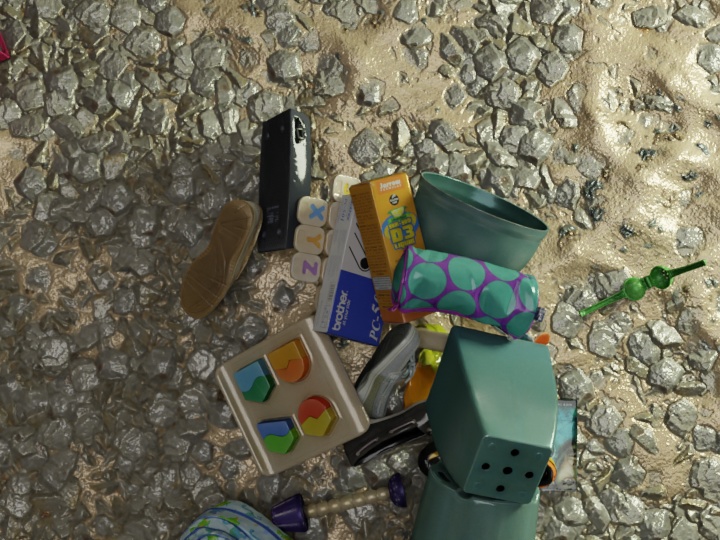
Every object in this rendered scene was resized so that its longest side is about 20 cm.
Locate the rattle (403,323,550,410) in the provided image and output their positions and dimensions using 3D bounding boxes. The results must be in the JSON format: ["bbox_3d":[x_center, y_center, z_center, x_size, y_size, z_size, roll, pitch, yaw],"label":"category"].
[{"bbox_3d":[0.162,0.147,1.313,0.198,0.130,0.144,9,74,18],"label":"rattle"}]

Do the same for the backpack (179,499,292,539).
[{"bbox_3d":[-0.166,0.426,1.310,0.200,0.153,0.163,51,118,17],"label":"backpack"}]

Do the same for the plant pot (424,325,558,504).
[{"bbox_3d":[0.176,0.195,1.185,0.140,0.201,0.142,12,117,-8],"label":"plant pot"}]

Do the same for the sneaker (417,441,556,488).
[{"bbox_3d":[0.182,0.275,1.304,0.198,0.090,0.071,4,86,2],"label":"sneaker"}]

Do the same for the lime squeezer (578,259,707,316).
[{"bbox_3d":[0.424,0.026,1.364,0.199,0.071,0.038,-26,103,29],"label":"lime squeezer"}]

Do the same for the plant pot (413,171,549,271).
[{"bbox_3d":[0.153,-0.041,1.320,0.199,0.200,0.135,24,105,3],"label":"plant pot"}]

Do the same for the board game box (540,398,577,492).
[{"bbox_3d":[0.222,0.258,1.365,0.198,0.028,0.137,1,85,2],"label":"board game box"}]

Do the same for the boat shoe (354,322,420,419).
[{"bbox_3d":[0.042,0.148,1.312,0.064,0.203,0.075,28,42,-3],"label":"boat shoe"}]

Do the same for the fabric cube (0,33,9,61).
[{"bbox_3d":[-0.680,-0.390,1.354,0.198,0.196,0.202,-23,86,1],"label":"fabric cube"}]

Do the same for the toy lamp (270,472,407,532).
[{"bbox_3d":[-0.033,0.346,1.351,0.198,0.058,0.059,-11,85,-2],"label":"toy lamp"}]

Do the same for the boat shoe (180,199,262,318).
[{"bbox_3d":[-0.201,-0.016,1.375,0.074,0.069,0.201,37,109,14],"label":"boat shoe"}]

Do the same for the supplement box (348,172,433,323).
[{"bbox_3d":[0.047,-0.031,1.276,0.066,0.069,0.202,-18,95,-26],"label":"supplement box"}]

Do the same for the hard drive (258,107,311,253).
[{"bbox_3d":[-0.113,-0.128,1.356,0.042,0.135,0.202,3,87,-25],"label":"hard drive"}]

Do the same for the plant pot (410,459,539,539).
[{"bbox_3d":[0.147,0.365,1.207,0.198,0.200,0.198,10,100,2],"label":"plant pot"}]

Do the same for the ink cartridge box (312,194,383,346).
[{"bbox_3d":[0.000,0.000,1.316,0.093,0.044,0.202,16,82,-33],"label":"ink cartridge box"}]

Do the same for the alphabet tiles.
[{"bbox_3d":[-0.013,-0.035,1.343,0.194,0.015,0.202,10,85,-35],"label":"alphabet tiles"}]

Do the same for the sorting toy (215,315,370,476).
[{"bbox_3d":[-0.106,0.188,1.341,0.199,0.036,0.186,-29,84,24],"label":"sorting toy"}]

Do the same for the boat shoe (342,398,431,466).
[{"bbox_3d":[0.068,0.235,1.336,0.198,0.067,0.057,-20,58,15],"label":"boat shoe"}]

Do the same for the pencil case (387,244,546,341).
[{"bbox_3d":[0.139,0.031,1.214,0.198,0.085,0.093,14,82,-9],"label":"pencil case"}]
